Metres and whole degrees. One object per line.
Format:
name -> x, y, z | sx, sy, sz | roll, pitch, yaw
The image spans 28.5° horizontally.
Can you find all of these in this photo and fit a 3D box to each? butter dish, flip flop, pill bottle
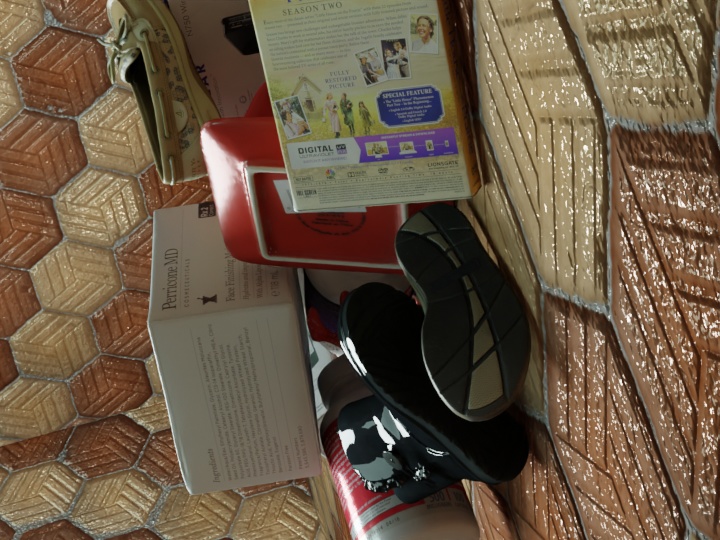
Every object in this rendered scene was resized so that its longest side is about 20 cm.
butter dish -> -0.017, -0.100, 1.180 | 0.200, 0.199, 0.148 | 84, -168, -56
flip flop -> 0.077, 0.031, 1.051 | 0.058, 0.081, 0.200 | 59, -173, -44
pill bottle -> 0.000, 0.000, 1.362 | 0.200, 0.111, 0.112 | 92, 161, -65
pill bottle -> 0.027, 0.175, 1.304 | 0.112, 0.112, 0.201 | 88, 164, -57

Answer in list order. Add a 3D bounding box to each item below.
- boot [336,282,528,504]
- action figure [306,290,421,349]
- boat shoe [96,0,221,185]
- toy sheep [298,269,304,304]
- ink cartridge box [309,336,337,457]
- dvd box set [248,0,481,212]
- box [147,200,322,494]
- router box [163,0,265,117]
boot -> 0.022, 0.108, 1.143 | 0.200, 0.077, 0.168 | 46, 148, -13
action figure -> 0.036, 0.038, 1.196 | 0.200, 0.065, 0.099 | 20, 127, 42
boat shoe -> -0.176, -0.163, 1.199 | 0.200, 0.062, 0.073 | 60, 156, 23
toy sheep -> -0.075, 0.000, 1.587 | 0.200, 0.137, 0.139 | -57, -43, -64
ink cartridge box -> -0.023, 0.135, 1.650 | 0.146, 0.084, 0.200 | 38, -163, -36
dvd box set -> 0.000, -0.144, 1.021 | 0.029, 0.146, 0.201 | -48, -50, -60
box -> -0.116, 0.065, 1.323 | 0.199, 0.130, 0.201 | -101, 2, -57
router box -> -0.077, -0.220, 1.250 | 0.049, 0.179, 0.201 | -130, 26, -68
